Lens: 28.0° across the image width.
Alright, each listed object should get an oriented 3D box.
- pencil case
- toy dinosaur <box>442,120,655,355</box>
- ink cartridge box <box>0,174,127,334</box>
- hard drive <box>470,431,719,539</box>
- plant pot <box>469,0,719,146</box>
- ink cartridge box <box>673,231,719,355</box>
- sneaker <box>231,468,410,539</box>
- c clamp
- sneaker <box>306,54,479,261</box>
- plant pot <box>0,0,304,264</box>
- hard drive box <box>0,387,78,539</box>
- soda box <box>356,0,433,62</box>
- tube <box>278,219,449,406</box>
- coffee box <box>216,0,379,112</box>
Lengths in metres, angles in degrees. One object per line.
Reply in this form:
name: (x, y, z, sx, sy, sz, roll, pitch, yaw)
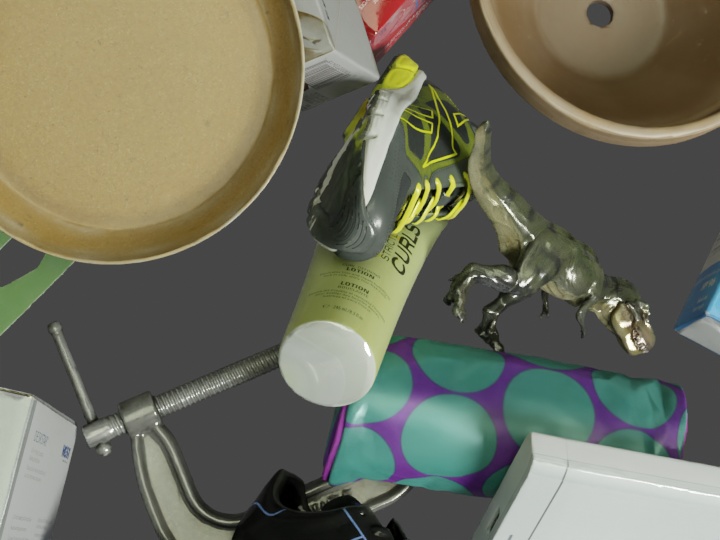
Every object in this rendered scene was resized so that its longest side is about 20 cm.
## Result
pencil case: (0.080, 0.091, 0.809, 0.199, 0.093, 0.085, 9, 55, -6)
toy dinosaur: (0.093, 0.001, 0.832, 0.088, 0.047, 0.200, -45, 127, 4)
ink cartridge box: (-0.233, -0.071, 0.802, 0.145, 0.048, 0.201, -41, 69, 24)
hard drive: (0.167, 0.152, 0.787, 0.199, 0.132, 0.027, 11, 45, -8)
plant pot: (0.157, -0.167, 0.869, 0.200, 0.093, 0.202, 1, 81, -7)
ink cartridge box: (0.288, -0.029, 0.867, 0.116, 0.068, 0.201, 28, 78, 2)
sneaker: (0.009, 0.168, 0.760, 0.199, 0.070, 0.078, 19, 79, 34)
c clamp: (-0.064, 0.082, 0.843, 0.199, 0.027, 0.172, -17, 82, -8)
sneaker: (0.031, -0.059, 0.808, 0.084, 0.200, 0.075, 31, 122, -6)
plant pot: (-0.127, -0.104, 0.743, 0.199, 0.027, 0.201, 0, 94, 0)
hard drive box: (-0.216, 0.162, 0.753, 0.076, 0.156, 0.201, 13, 78, 0)
soda box: (0.047, -0.221, 0.887, 0.063, 0.070, 0.200, 40, 79, 5)
tube: (0.000, 0.000, 0.800, 0.052, 0.200, 0.058, -25, 109, 23)
coffee box: (-0.105, -0.130, 0.819, 0.199, 0.080, 0.115, -20, 80, 18)
